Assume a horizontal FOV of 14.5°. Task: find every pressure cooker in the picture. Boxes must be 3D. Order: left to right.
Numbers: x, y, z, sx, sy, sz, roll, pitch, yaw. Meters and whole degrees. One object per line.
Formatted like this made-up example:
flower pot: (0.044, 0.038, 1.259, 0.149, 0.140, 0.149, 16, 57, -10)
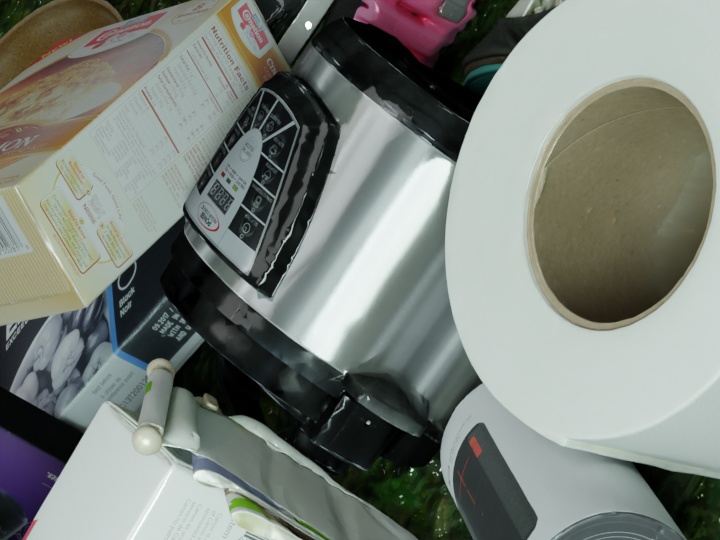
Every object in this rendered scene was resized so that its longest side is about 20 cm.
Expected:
pressure cooker: (0.002, 0.002, 1.374, 0.178, 0.176, 0.200, 37, 100, 14)

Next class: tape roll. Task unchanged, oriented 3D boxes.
tape roll: (0.153, -0.015, 1.216, 0.202, 0.139, 0.204, -16, 68, 45)

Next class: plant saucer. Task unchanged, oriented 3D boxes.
plant saucer: (-0.196, -0.073, 1.751, 0.200, 0.035, 0.201, -27, 49, 36)

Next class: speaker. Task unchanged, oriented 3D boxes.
speaker: (0.089, 0.109, 1.230, 0.081, 0.081, 0.200, -55, 15, 8)

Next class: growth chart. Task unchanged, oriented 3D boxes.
growth chart: (-0.020, 0.111, 1.253, 0.018, 0.200, 0.145, -54, 3, 10)

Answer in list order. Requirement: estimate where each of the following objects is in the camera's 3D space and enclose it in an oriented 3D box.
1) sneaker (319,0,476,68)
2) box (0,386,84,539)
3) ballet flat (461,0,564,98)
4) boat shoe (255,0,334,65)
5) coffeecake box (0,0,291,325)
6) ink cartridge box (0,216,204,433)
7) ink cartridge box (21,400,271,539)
sneaker: (0.001, -0.115, 1.542, 0.200, 0.079, 0.095, -55, 17, 8)
box: (-0.190, 0.146, 1.471, 0.141, 0.200, 0.079, -55, 21, 9)
ballet flat: (0.107, -0.111, 1.377, 0.069, 0.068, 0.200, -67, 16, -5)
boat shoe: (-0.012, -0.211, 1.573, 0.201, 0.060, 0.076, -60, 5, -22)
coffeecake box: (-0.147, -0.054, 1.439, 0.153, 0.073, 0.200, -12, 25, 43)
ink cartridge box: (-0.138, 0.003, 1.579, 0.198, 0.043, 0.200, -48, 29, 29)
ink cartridge box: (-0.064, 0.171, 1.325, 0.147, 0.200, 0.083, -59, 35, 3)
